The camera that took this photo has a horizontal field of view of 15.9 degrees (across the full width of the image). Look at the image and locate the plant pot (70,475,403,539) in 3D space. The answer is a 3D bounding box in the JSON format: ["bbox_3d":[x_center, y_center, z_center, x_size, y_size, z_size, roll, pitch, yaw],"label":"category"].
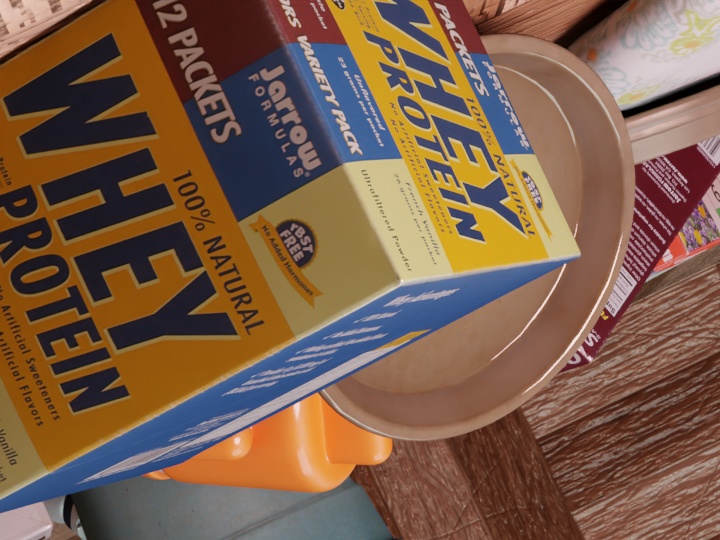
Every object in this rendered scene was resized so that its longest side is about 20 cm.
[{"bbox_3d":[-0.101,0.131,1.643,0.200,0.196,0.200,-25,173,-3],"label":"plant pot"}]

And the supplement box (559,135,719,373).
[{"bbox_3d":[0.137,-0.023,1.548,0.200,0.061,0.109,-52,-164,-30],"label":"supplement box"}]

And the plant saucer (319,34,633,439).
[{"bbox_3d":[0.044,-0.017,1.213,0.200,0.200,0.029,-22,-148,-28],"label":"plant saucer"}]

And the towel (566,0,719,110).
[{"bbox_3d":[0.213,-0.151,1.320,0.200,0.048,0.171,-22,170,-30],"label":"towel"}]

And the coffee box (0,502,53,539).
[{"bbox_3d":[-0.230,0.118,1.437,0.080,0.113,0.200,-24,172,-12],"label":"coffee box"}]

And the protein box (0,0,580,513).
[{"bbox_3d":[-0.057,-0.016,0.961,0.200,0.135,0.199,-29,172,22],"label":"protein box"}]

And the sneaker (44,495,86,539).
[{"bbox_3d":[-0.168,0.107,1.785,0.200,0.080,0.076,-39,145,-53],"label":"sneaker"}]

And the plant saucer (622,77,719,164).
[{"bbox_3d":[0.144,-0.080,1.439,0.200,0.030,0.200,-18,-173,3],"label":"plant saucer"}]

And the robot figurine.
[{"bbox_3d":[-0.069,0.066,1.474,0.200,0.144,0.117,2,148,22],"label":"robot figurine"}]

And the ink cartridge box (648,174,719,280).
[{"bbox_3d":[0.196,-0.025,1.683,0.200,0.050,0.109,-29,175,31],"label":"ink cartridge box"}]
